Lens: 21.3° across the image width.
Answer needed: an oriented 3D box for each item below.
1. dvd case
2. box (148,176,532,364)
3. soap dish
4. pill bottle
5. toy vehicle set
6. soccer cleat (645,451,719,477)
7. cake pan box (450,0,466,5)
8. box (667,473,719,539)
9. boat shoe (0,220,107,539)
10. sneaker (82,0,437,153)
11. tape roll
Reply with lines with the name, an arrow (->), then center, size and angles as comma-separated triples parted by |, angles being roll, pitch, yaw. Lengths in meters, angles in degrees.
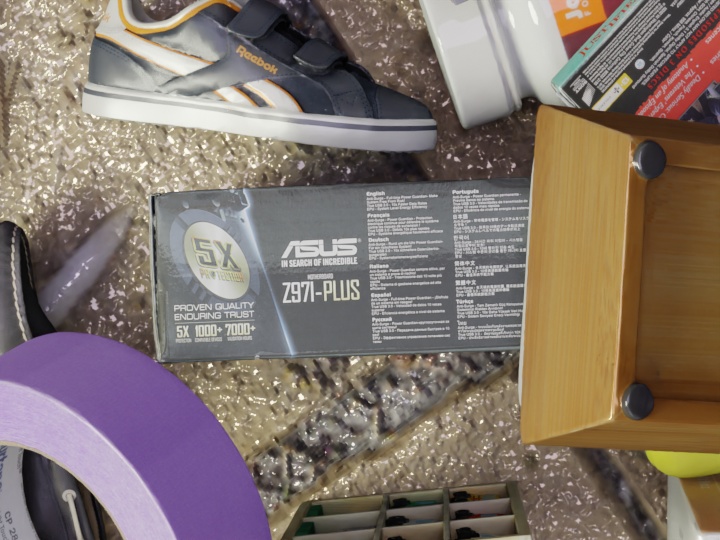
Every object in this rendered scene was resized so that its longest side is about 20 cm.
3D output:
dvd case -> 0.211, -0.081, 0.974 | 0.200, 0.022, 0.146 | 41, 95, -19
box -> 0.000, 0.000, 1.002 | 0.198, 0.164, 0.087 | -2, 90, 4
soap dish -> 0.174, 0.009, 0.908 | 0.198, 0.081, 0.159 | 5, 88, -24
pill bottle -> 0.133, -0.153, 1.018 | 0.198, 0.114, 0.115 | -20, 89, 3
toy vehicle set -> 0.024, 0.139, 0.982 | 0.123, 0.200, 0.027 | -6, 91, 2
soccer cleat -> 0.246, 0.076, 1.000 | 0.198, 0.084, 0.065 | -10, 122, -16
cake pan box -> 0.095, -0.237, 0.996 | 0.199, 0.185, 0.053 | -26, 129, 3
box -> 0.263, 0.163, 0.986 | 0.198, 0.152, 0.107 | -1, 98, 3
boat shoe -> -0.177, 0.070, 1.057 | 0.060, 0.074, 0.202 | -5, 92, 3
sneaker -> -0.053, -0.111, 1.048 | 0.198, 0.078, 0.080 | 9, 96, 5
tape roll -> -0.140, 0.135, 0.956 | 0.199, 0.066, 0.202 | 14, 118, 29
